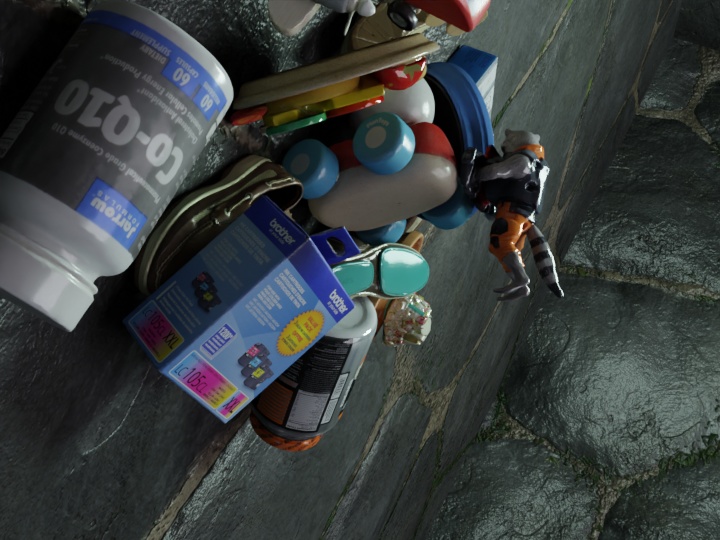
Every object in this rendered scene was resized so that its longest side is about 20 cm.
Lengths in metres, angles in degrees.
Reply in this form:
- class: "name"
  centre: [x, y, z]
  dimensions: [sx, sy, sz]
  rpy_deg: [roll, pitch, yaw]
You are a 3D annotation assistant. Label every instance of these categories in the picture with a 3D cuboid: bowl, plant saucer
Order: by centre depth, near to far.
- class: "bowl"
  centre: [0.091, -0.155, 1.148]
  dimensions: [0.039, 0.201, 0.201]
  rpy_deg: [-11, 130, -27]
- class: "plant saucer"
  centre: [0.021, 0.033, 1.217]
  dimensions: [0.200, 0.037, 0.200]
  rpy_deg: [-59, 172, -13]

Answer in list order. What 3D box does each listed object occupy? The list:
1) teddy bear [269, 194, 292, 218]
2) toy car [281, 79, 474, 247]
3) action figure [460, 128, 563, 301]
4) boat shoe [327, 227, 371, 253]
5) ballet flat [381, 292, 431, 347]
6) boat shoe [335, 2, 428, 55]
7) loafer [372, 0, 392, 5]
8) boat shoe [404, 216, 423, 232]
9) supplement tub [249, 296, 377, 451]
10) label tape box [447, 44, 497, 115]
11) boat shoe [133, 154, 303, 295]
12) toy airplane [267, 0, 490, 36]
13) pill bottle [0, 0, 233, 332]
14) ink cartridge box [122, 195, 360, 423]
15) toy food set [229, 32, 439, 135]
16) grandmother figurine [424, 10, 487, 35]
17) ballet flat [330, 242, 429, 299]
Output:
- class: "teddy bear"
  centre: [-0.119, 0.011, 0.972]
  dimensions: [0.145, 0.067, 0.200]
  rpy_deg: [24, 83, -80]
- class: "toy car"
  centre: [0.021, -0.157, 1.051]
  dimensions: [0.184, 0.177, 0.200]
  rpy_deg: [33, 48, -52]
- class: "action figure"
  centre: [0.182, -0.063, 1.043]
  dimensions: [0.200, 0.104, 0.194]
  rpy_deg: [16, 75, -66]
- class: "boat shoe"
  centre: [-0.014, -0.040, 1.178]
  dimensions: [0.200, 0.072, 0.073]
  rpy_deg: [-5, 113, -80]
- class: "ballet flat"
  centre: [0.065, 0.075, 1.280]
  dimensions: [0.076, 0.064, 0.200]
  rpy_deg: [-60, 173, -9]
- class: "boat shoe"
  centre: [0.027, -0.272, 1.028]
  dimensions: [0.064, 0.071, 0.200]
  rpy_deg: [-34, -167, 49]
- class: "loafer"
  centre: [0.003, -0.286, 0.913]
  dimensions: [0.071, 0.073, 0.200]
  rpy_deg: [-43, 165, 36]
- class: "boat shoe"
  centre: [0.097, -0.110, 1.282]
  dimensions: [0.075, 0.075, 0.203]
  rpy_deg: [19, 112, -42]
- class: "supplement tub"
  centre: [-0.064, 0.114, 1.107]
  dimensions: [0.123, 0.122, 0.200]
  rpy_deg: [-40, 157, -53]
- class: "label tape box"
  centre: [0.141, -0.212, 1.388]
  dimensions: [0.144, 0.063, 0.200]
  rpy_deg: [-52, 156, -34]
- class: "boat shoe"
  centre: [-0.123, -0.041, 0.859]
  dimensions: [0.202, 0.075, 0.075]
  rpy_deg: [-51, 156, -38]
- class: "toy airplane"
  centre: [0.015, -0.293, 0.745]
  dimensions: [0.141, 0.199, 0.201]
  rpy_deg: [-170, -106, -70]
- class: "pill bottle"
  centre: [-0.181, -0.068, 0.617]
  dimensions: [0.200, 0.114, 0.114]
  rpy_deg: [-62, 160, -15]
- class: "ink cartridge box"
  centre: [-0.093, 0.027, 0.836]
  dimensions: [0.200, 0.076, 0.136]
  rpy_deg: [-44, 147, -7]
- class: "toy food set"
  centre: [-0.024, -0.168, 0.837]
  dimensions: [0.200, 0.198, 0.049]
  rpy_deg: [-134, -153, -74]
- class: "grandmother figurine"
  centre: [0.066, -0.328, 0.906]
  dimensions: [0.060, 0.200, 0.121]
  rpy_deg: [-28, 159, 27]
- class: "ballet flat"
  centre: [0.000, 0.000, 1.066]
  dimensions: [0.200, 0.062, 0.068]
  rpy_deg: [-2, 99, -50]
